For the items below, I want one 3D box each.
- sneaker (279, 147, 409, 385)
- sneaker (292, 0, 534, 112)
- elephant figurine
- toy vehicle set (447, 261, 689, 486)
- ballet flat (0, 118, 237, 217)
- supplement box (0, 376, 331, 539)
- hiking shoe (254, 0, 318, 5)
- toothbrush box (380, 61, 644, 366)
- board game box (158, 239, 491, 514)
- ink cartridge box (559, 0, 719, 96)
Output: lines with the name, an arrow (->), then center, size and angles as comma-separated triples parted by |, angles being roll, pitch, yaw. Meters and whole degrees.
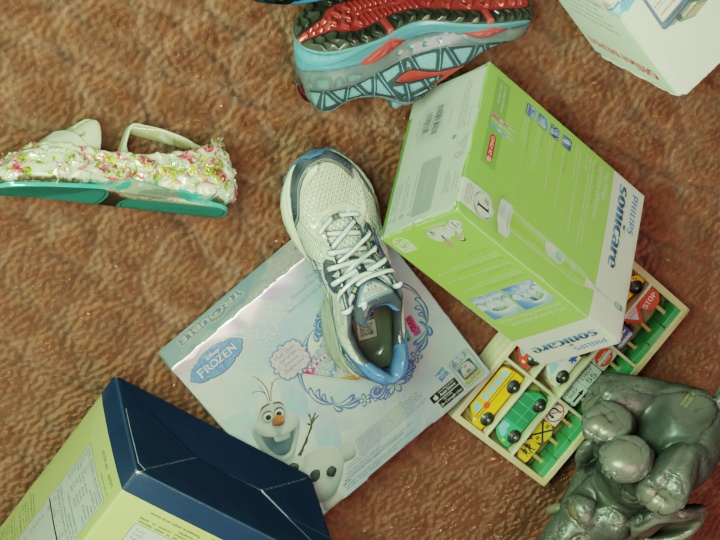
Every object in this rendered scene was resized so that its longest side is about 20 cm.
sneaker -> 0.000, 0.000, 1.682 | 0.077, 0.085, 0.200 | -24, 116, -11
sneaker -> 0.037, -0.175, 1.692 | 0.199, 0.079, 0.096 | -12, 138, -19
elephant figurine -> 0.226, 0.185, 1.879 | 0.155, 0.142, 0.200 | 14, 137, 0
toy vehicle set -> 0.175, 0.074, 1.870 | 0.124, 0.027, 0.200 | 36, 94, -31
ballet flat -> -0.185, -0.079, 1.638 | 0.199, 0.076, 0.064 | 6, 78, -30
supplement box -> -0.159, 0.230, 1.706 | 0.200, 0.134, 0.200 | 30, 108, -27
hiking shoe -> -0.001, -0.236, 1.627 | 0.200, 0.087, 0.075 | -22, 119, -13
toothbrush box -> 0.123, -0.042, 1.723 | 0.200, 0.086, 0.146 | 36, 51, -31
board game box -> -0.026, 0.074, 1.774 | 0.200, 0.043, 0.199 | -40, 121, -3
ink cartridge box -> 0.190, -0.243, 1.673 | 0.087, 0.145, 0.200 | -41, 120, -3
